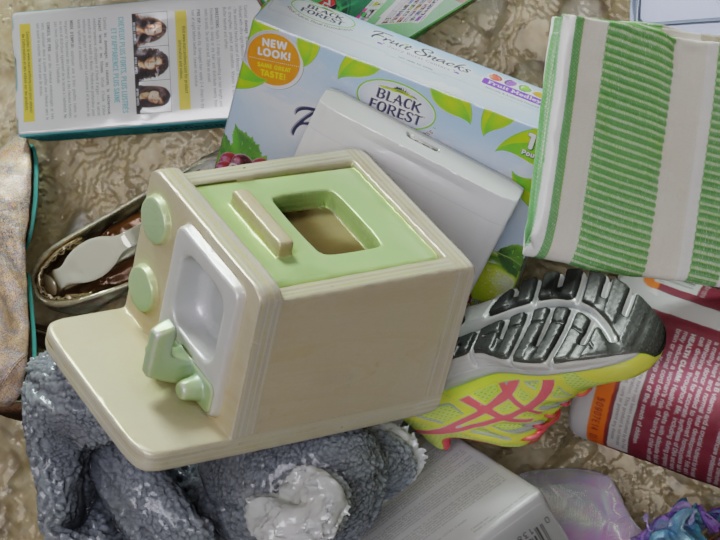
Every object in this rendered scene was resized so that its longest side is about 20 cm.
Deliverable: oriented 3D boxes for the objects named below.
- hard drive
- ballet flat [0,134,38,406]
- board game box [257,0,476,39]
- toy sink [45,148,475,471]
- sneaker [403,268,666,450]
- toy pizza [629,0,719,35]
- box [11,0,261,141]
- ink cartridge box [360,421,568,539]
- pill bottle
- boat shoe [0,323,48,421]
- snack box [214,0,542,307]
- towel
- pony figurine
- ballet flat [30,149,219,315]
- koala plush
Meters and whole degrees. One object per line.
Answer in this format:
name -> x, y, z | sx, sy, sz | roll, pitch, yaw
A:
hard drive -> 0.000, 0.000, 1.669 | 0.132, 0.027, 0.200 | 27, 123, 1
ballet flat -> -0.240, -0.008, 1.741 | 0.067, 0.068, 0.200 | 10, 52, -21
board game box -> 0.023, -0.217, 1.714 | 0.200, 0.029, 0.135 | -32, 91, -5
toy sink -> -0.058, 0.015, 1.542 | 0.130, 0.200, 0.112 | 48, 136, 41
sneaker -> 0.101, 0.061, 1.618 | 0.200, 0.078, 0.090 | -10, 126, 38
toy pizza -> 0.266, -0.156, 1.691 | 0.200, 0.032, 0.201 | 0, 89, 13
box -> -0.121, -0.132, 1.767 | 0.199, 0.049, 0.083 | -3, 88, 12
ink cartridge box -> 0.015, 0.169, 1.659 | 0.162, 0.200, 0.050 | -35, 110, -11
pill bottle -> 0.236, 0.079, 1.656 | 0.200, 0.114, 0.114 | 20, 94, 12
boat shoe -> -0.138, 0.058, 1.761 | 0.202, 0.075, 0.075 | 1, 77, 8
snack box -> 0.018, -0.069, 1.671 | 0.200, 0.053, 0.143 | 21, 123, 6
towel -> 0.194, -0.069, 1.624 | 0.199, 0.023, 0.153 | 6, 93, -25
pony figurine -> 0.159, 0.201, 1.653 | 0.193, 0.200, 0.167 | -15, 94, 28
ballet flat -> -0.124, -0.025, 1.761 | 0.200, 0.062, 0.068 | -30, 84, 11
koala plush -> -0.071, 0.125, 1.612 | 0.199, 0.177, 0.184 | -4, 95, 21
